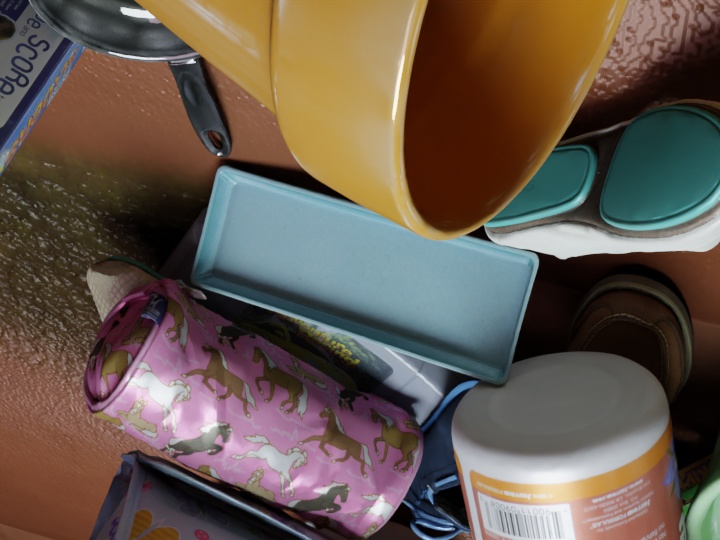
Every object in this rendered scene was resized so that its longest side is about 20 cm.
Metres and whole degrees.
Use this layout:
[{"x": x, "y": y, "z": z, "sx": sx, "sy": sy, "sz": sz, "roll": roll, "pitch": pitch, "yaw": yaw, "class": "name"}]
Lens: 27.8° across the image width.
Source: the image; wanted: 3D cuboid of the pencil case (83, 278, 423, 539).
[{"x": -0.058, "y": 0.081, "z": 0.837, "sx": 0.199, "sy": 0.083, "sz": 0.087, "roll": 31, "pitch": 107, "yaw": -24, "class": "pencil case"}]

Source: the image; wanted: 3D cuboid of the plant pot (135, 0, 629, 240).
[{"x": -0.007, "y": -0.140, "z": 0.552, "sx": 0.182, "sy": 0.200, "sz": 0.201, "roll": 26, "pitch": 146, "yaw": 23, "class": "plant pot"}]

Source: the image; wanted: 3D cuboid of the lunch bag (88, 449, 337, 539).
[{"x": -0.080, "y": 0.193, "z": 0.828, "sx": 0.168, "sy": 0.201, "sz": 0.128, "roll": 29, "pitch": 115, "yaw": -11, "class": "lunch bag"}]

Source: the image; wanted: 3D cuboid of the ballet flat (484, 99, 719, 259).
[{"x": 0.130, "y": -0.034, "z": 0.670, "sx": 0.069, "sy": 0.070, "sz": 0.199, "roll": 40, "pitch": 161, "yaw": -20, "class": "ballet flat"}]

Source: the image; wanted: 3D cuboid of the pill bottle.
[{"x": 0.117, "y": 0.154, "z": 0.763, "sx": 0.111, "sy": 0.112, "sz": 0.202, "roll": 1, "pitch": 117, "yaw": 28, "class": "pill bottle"}]

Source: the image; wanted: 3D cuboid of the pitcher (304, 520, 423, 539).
[{"x": -0.030, "y": 0.227, "z": 1.062, "sx": 0.172, "sy": 0.121, "sz": 0.199, "roll": 53, "pitch": 148, "yaw": -11, "class": "pitcher"}]

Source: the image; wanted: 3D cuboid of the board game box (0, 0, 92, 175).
[{"x": -0.226, "y": -0.093, "z": 0.702, "sx": 0.134, "sy": 0.201, "sz": 0.035, "roll": 29, "pitch": 143, "yaw": -6, "class": "board game box"}]

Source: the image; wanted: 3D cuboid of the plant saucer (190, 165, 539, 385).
[{"x": 0.000, "y": 0.000, "z": 0.788, "sx": 0.198, "sy": 0.071, "sz": 0.019, "roll": 17, "pitch": -176, "yaw": 26, "class": "plant saucer"}]

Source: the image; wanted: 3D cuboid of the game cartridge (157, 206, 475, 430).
[{"x": -0.034, "y": 0.045, "z": 0.900, "sx": 0.199, "sy": 0.041, "sz": 0.133, "roll": 32, "pitch": 138, "yaw": -10, "class": "game cartridge"}]

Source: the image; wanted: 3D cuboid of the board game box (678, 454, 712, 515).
[{"x": 0.170, "y": 0.182, "z": 0.910, "sx": 0.030, "sy": 0.095, "sz": 0.201, "roll": 57, "pitch": 155, "yaw": 27, "class": "board game box"}]

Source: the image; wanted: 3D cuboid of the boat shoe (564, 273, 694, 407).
[{"x": 0.140, "y": 0.087, "z": 0.826, "sx": 0.071, "sy": 0.068, "sz": 0.201, "roll": 17, "pitch": 141, "yaw": 12, "class": "boat shoe"}]

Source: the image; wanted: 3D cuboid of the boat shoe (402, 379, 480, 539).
[{"x": 0.061, "y": 0.131, "z": 0.890, "sx": 0.083, "sy": 0.069, "sz": 0.200, "roll": -8, "pitch": 154, "yaw": -6, "class": "boat shoe"}]

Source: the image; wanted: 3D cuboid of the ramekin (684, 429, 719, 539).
[{"x": 0.277, "y": 0.121, "z": 0.767, "sx": 0.198, "sy": 0.098, "sz": 0.201, "roll": 15, "pitch": 142, "yaw": 12, "class": "ramekin"}]

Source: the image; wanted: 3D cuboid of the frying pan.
[{"x": -0.083, "y": -0.125, "z": 0.725, "sx": 0.114, "sy": 0.031, "sz": 0.190, "roll": -17, "pitch": 149, "yaw": 29, "class": "frying pan"}]

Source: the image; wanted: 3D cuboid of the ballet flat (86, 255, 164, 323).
[{"x": -0.098, "y": 0.074, "z": 0.890, "sx": 0.067, "sy": 0.063, "sz": 0.200, "roll": -21, "pitch": 123, "yaw": 43, "class": "ballet flat"}]
